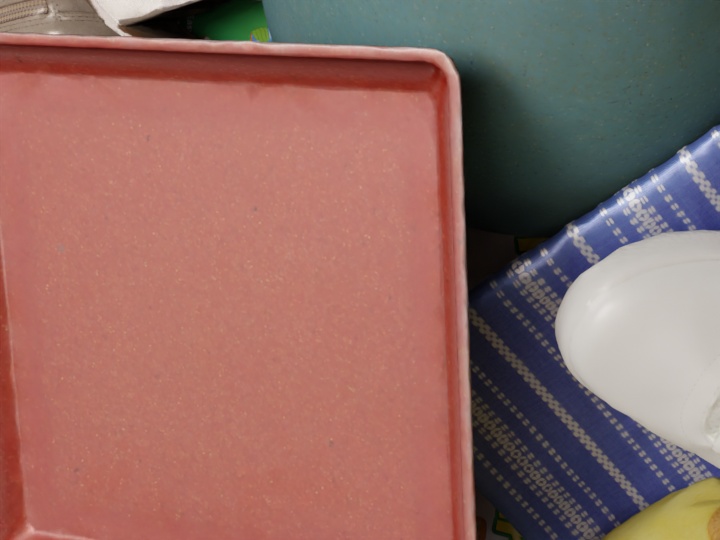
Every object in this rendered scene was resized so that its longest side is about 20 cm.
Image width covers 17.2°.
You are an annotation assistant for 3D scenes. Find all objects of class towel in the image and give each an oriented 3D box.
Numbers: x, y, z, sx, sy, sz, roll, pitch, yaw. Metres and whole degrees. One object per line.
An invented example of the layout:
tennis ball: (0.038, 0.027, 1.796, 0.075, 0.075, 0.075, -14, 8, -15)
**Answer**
towel: (0.121, 0.025, 0.787, 0.199, 0.024, 0.145, -34, 122, 15)

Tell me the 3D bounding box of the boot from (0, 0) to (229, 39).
boot: (-0.097, -0.047, 0.875, 0.145, 0.070, 0.201, -13, 80, 25)

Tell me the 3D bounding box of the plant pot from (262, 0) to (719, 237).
plant pot: (0.064, -0.121, 0.757, 0.199, 0.135, 0.202, 0, 81, 0)

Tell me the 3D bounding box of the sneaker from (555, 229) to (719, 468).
sneaker: (0.155, 0.056, 0.747, 0.199, 0.089, 0.075, 24, 120, -14)

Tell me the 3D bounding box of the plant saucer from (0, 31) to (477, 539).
plant saucer: (-0.050, 0.021, 0.770, 0.198, 0.037, 0.201, 4, 108, 24)

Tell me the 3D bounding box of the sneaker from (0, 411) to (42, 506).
sneaker: (-0.090, 0.070, 0.865, 0.199, 0.100, 0.075, -1, 92, 24)

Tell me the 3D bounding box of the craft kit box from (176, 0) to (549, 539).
craft kit box: (0.000, 0.000, 0.893, 0.196, 0.048, 0.201, 7, 98, 22)

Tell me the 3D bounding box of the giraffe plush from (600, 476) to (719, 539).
giraffe plush: (0.099, 0.169, 0.754, 0.199, 0.162, 0.174, 15, 107, -10)
